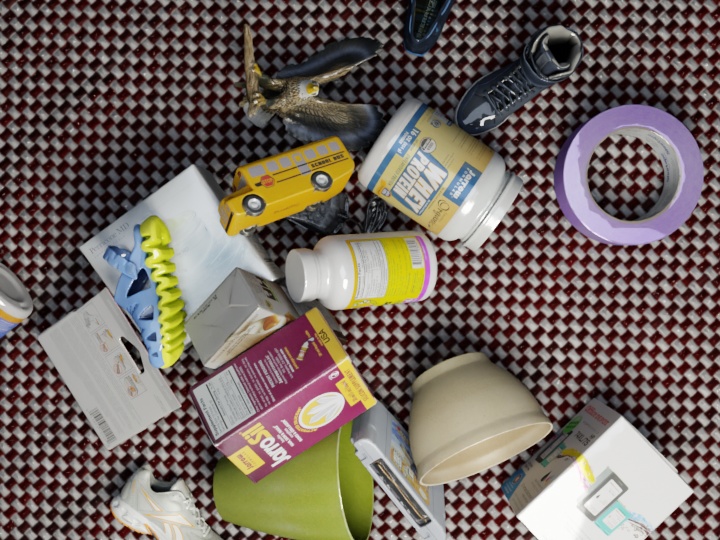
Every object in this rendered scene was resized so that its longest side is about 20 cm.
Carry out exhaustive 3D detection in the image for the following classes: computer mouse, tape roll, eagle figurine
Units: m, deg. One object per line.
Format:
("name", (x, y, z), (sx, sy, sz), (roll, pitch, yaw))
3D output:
("computer mouse", (-0.069, -0.066, 1.211), (0.200, 0.046, 0.141), (16, 88, -11))
("tape roll", (0.388, -0.137, 1.191), (0.200, 0.066, 0.200), (0, 92, 0))
("eagle figurine", (-0.071, -0.257, 1.174), (0.200, 0.151, 0.152), (-3, 131, -24))

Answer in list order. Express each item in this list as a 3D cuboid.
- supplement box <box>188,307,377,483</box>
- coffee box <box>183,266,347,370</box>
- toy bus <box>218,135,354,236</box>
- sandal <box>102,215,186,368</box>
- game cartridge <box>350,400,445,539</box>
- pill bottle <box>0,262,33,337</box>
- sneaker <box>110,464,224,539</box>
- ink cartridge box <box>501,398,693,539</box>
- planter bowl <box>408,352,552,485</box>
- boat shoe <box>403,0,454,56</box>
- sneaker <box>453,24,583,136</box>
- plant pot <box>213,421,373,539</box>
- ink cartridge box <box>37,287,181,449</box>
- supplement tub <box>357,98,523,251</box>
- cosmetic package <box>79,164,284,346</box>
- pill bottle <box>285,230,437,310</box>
("supplement box", (-0.099, 0.164, 1.073), (0.200, 0.131, 0.103), (-33, 51, -3))
("coffee box", (-0.126, 0.085, 1.127), (0.114, 0.200, 0.080), (-46, 54, 14))
("toy bus", (-0.105, -0.117, 1.127), (0.200, 0.065, 0.078), (-23, 75, -28))
("sandal", (-0.285, 0.032, 1.083), (0.087, 0.079, 0.200), (-12, 84, 5))
("game cartridge", (0.058, 0.279, 1.166), (0.042, 0.133, 0.200), (-32, 106, 19))
("pill bottle", (-0.591, 0.080, 1.188), (0.200, 0.112, 0.112), (-38, 91, 2))
("sneaker", (-0.267, 0.364, 1.212), (0.200, 0.076, 0.092), (30, 87, -1))
("ink cartridge box", (0.330, 0.311, 1.164), (0.200, 0.147, 0.146), (-44, 90, 1))
("planter bowl", (0.151, 0.200, 1.156), (0.200, 0.200, 0.135), (-23, 64, 1))
("boat shoe", (0.116, -0.412, 1.184), (0.084, 0.069, 0.200), (10, 92, 0))
("sneaker", (0.222, -0.268, 1.150), (0.202, 0.146, 0.077), (-36, 93, 3))
("plant pot", (-0.100, 0.302, 1.168), (0.200, 0.187, 0.187), (-8, 92, 14))
("ink cartridge box", (-0.355, 0.139, 1.184), (0.176, 0.045, 0.200), (-31, 92, 29))
("supplement tub", (0.112, -0.133, 1.154), (0.200, 0.145, 0.145), (34, 92, 0))
("cosmetic package", (-0.251, -0.012, 1.176), (0.199, 0.123, 0.200), (-36, 90, 1))
("pill bottle", (0.000, 0.000, 1.144), (0.200, 0.104, 0.104), (-4, 92, -26))
